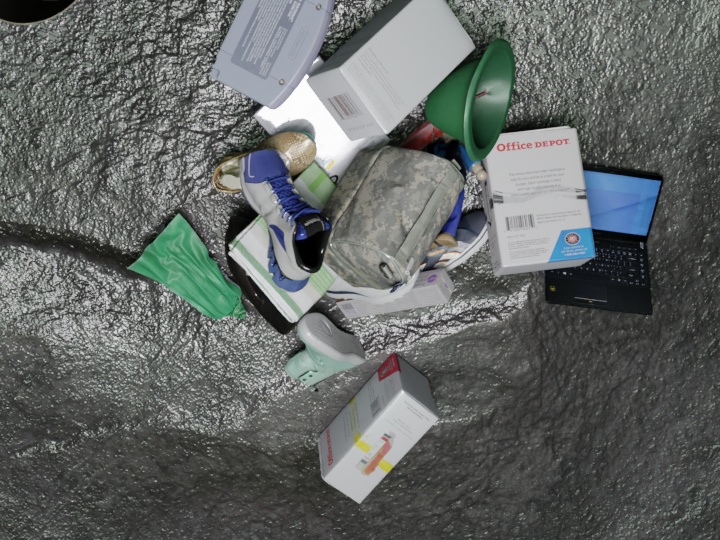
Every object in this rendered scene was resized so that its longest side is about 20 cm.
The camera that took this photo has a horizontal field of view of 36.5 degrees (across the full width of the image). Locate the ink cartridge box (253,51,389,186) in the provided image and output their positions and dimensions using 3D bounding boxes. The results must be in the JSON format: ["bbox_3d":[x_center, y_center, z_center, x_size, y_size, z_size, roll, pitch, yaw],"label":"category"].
[{"bbox_3d":[-0.049,-0.209,1.648,0.136,0.076,0.200,-39,106,11],"label":"ink cartridge box"}]

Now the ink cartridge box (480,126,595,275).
[{"bbox_3d":[0.263,-0.104,1.656,0.144,0.084,0.203,-6,81,-4],"label":"ink cartridge box"}]

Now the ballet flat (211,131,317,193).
[{"bbox_3d":[-0.147,-0.151,1.616,0.199,0.065,0.071,-16,116,43],"label":"ballet flat"}]

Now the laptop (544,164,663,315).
[{"bbox_3d":[0.384,-0.049,1.714,0.175,0.202,0.104,7,150,-5],"label":"laptop"}]

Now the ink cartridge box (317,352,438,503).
[{"bbox_3d":[0.026,0.255,1.781,0.083,0.145,0.200,38,104,-17],"label":"ink cartridge box"}]

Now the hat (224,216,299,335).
[{"bbox_3d":[-0.128,-0.004,1.685,0.080,0.200,0.203,-26,113,-29],"label":"hat"}]

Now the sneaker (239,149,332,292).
[{"bbox_3d":[-0.091,-0.077,1.508,0.080,0.115,0.202,-16,87,-33],"label":"sneaker"}]

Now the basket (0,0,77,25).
[{"bbox_3d":[-0.420,-0.426,1.484,0.180,0.200,0.136,-35,109,10],"label":"basket"}]

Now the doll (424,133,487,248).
[{"bbox_3d":[0.132,-0.137,1.661,0.048,0.135,0.203,19,73,-48],"label":"doll"}]

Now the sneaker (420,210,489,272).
[{"bbox_3d":[0.114,-0.040,1.714,0.199,0.079,0.080,-37,118,11],"label":"sneaker"}]

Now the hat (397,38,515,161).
[{"bbox_3d":[0.109,-0.251,1.585,0.174,0.166,0.202,16,76,26],"label":"hat"}]

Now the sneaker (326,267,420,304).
[{"bbox_3d":[0.000,0.000,1.672,0.198,0.077,0.081,-6,141,37],"label":"sneaker"}]

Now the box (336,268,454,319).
[{"bbox_3d":[0.052,0.038,1.705,0.198,0.039,0.042,-12,128,38],"label":"box"}]

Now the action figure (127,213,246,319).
[{"bbox_3d":[-0.255,0.013,1.726,0.118,0.055,0.200,-43,113,10],"label":"action figure"}]

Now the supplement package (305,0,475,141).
[{"bbox_3d":[0.043,-0.295,1.559,0.200,0.117,0.118,-45,109,-19],"label":"supplement package"}]

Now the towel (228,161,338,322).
[{"bbox_3d":[-0.085,-0.042,1.591,0.150,0.031,0.200,50,60,-14],"label":"towel"}]

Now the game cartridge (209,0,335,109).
[{"bbox_3d":[-0.120,-0.341,1.576,0.133,0.040,0.201,30,96,19],"label":"game cartridge"}]

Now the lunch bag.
[{"bbox_3d":[0.044,-0.072,1.549,0.139,0.167,0.201,43,67,-26],"label":"lunch bag"}]

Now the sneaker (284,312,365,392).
[{"bbox_3d":[-0.078,0.136,1.723,0.117,0.074,0.200,-29,154,12],"label":"sneaker"}]
